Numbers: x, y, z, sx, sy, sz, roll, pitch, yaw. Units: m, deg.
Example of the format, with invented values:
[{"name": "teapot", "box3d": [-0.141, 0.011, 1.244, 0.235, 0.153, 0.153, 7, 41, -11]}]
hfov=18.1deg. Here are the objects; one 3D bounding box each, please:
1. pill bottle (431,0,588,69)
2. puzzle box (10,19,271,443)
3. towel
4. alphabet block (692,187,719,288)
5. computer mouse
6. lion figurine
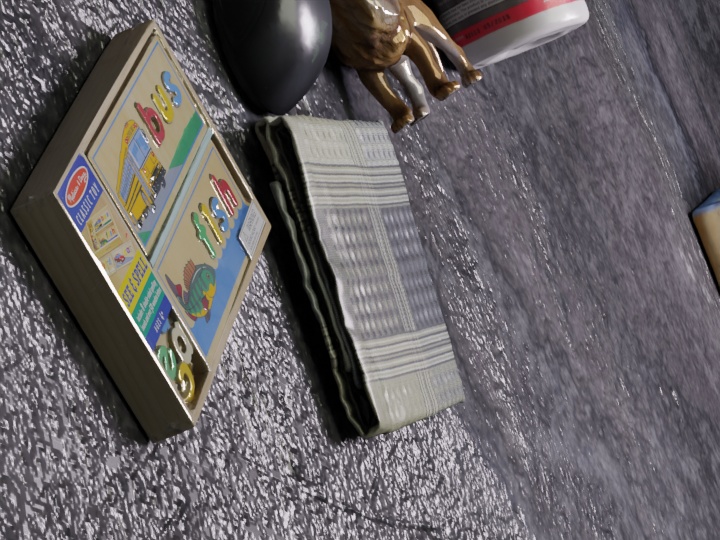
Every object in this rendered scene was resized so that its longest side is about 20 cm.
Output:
[{"name": "pill bottle", "box3d": [0.090, -0.263, 1.721, 0.201, 0.110, 0.111, 69, 19, 0]}, {"name": "puzzle box", "box3d": [-0.101, -0.025, 1.097, 0.134, 0.025, 0.200, 60, 21, -23]}, {"name": "towel", "box3d": [0.000, 0.000, 1.346, 0.200, 0.034, 0.194, -5, 78, -72]}, {"name": "alphabet block", "box3d": [0.487, -0.015, 2.403, 0.201, 0.195, 0.195, 68, 21, -2]}, {"name": "computer mouse", "box3d": [-0.057, -0.190, 1.339, 0.138, 0.052, 0.202, 32, 41, -61]}, {"name": "lion figurine", "box3d": [0.019, -0.161, 1.511, 0.123, 0.072, 0.200, 56, 6, 0]}]
